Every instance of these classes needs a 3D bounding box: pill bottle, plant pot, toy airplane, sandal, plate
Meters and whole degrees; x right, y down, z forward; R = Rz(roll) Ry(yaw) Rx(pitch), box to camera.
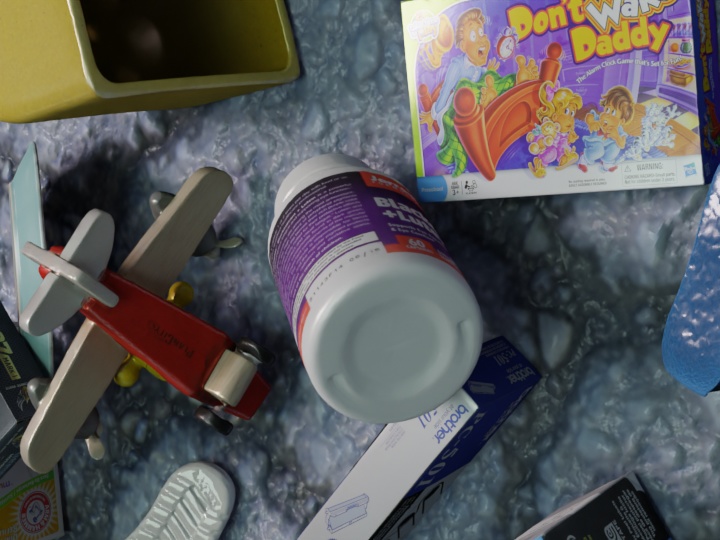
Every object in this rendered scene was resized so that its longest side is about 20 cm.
[{"bbox_3d":[0.000,0.000,0.833,0.200,0.111,0.112,-116,43,-59],"label":"pill bottle"},{"bbox_3d":[-0.198,-0.201,0.941,0.199,0.195,0.196,-14,90,42],"label":"plant pot"},{"bbox_3d":[-0.174,0.036,0.964,0.141,0.199,0.201,15,116,61],"label":"toy airplane"},{"bbox_3d":[-0.165,0.243,1.080,0.082,0.050,0.203,42,107,5],"label":"sandal"},{"bbox_3d":[-0.271,-0.004,1.048,0.200,0.025,0.202,176,90,-73],"label":"plate"}]

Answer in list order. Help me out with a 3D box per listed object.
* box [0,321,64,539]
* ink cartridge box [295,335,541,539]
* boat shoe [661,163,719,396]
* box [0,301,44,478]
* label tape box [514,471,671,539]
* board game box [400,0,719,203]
[{"bbox_3d":[-0.346,0.153,1.146,0.101,0.112,0.202,0,96,35],"label":"box"},{"bbox_3d":[0.036,0.136,0.891,0.044,0.094,0.201,46,121,19],"label":"ink cartridge box"},{"bbox_3d":[0.235,-0.023,0.745,0.084,0.068,0.201,47,127,34],"label":"boat shoe"},{"bbox_3d":[-0.343,0.107,1.038,0.200,0.051,0.158,-45,70,30],"label":"box"},{"bbox_3d":[0.138,0.222,0.769,0.066,0.199,0.144,-35,79,33],"label":"label tape box"},{"bbox_3d":[0.125,-0.117,0.814,0.199,0.045,0.136,-2,97,35],"label":"board game box"}]
